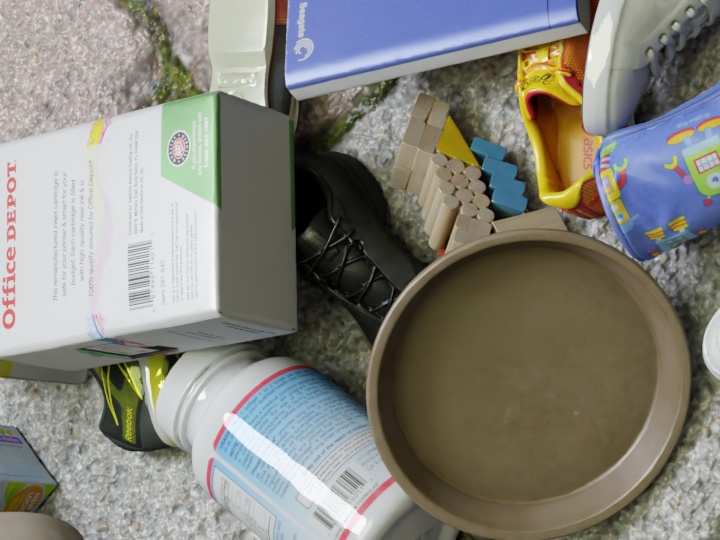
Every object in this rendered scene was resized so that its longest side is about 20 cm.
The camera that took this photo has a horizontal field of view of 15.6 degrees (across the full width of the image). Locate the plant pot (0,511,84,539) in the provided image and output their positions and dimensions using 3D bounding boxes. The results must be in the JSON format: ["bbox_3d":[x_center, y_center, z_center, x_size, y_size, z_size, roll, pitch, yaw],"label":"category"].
[{"bbox_3d":[-0.236,0.267,1.780,0.200,0.200,0.174,-28,53,26],"label":"plant pot"}]

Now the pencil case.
[{"bbox_3d":[0.231,-0.082,1.559,0.200,0.078,0.087,-28,105,19],"label":"pencil case"}]

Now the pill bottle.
[{"bbox_3d":[-0.037,0.125,1.700,0.200,0.109,0.109,37,104,30],"label":"pill bottle"}]

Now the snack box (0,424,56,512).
[{"bbox_3d":[-0.335,0.195,1.845,0.200,0.168,0.068,-48,63,17],"label":"snack box"}]

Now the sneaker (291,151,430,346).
[{"bbox_3d":[0.000,0.000,1.704,0.076,0.091,0.200,-49,63,16],"label":"sneaker"}]

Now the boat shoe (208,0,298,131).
[{"bbox_3d":[-0.073,-0.105,1.779,0.071,0.063,0.201,4,86,31],"label":"boat shoe"}]

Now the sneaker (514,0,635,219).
[{"bbox_3d":[0.129,-0.132,1.646,0.073,0.077,0.201,-21,71,30],"label":"sneaker"}]

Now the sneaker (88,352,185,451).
[{"bbox_3d":[-0.160,0.031,1.810,0.084,0.074,0.201,-18,75,30],"label":"sneaker"}]

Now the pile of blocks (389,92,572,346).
[{"bbox_3d":[0.079,-0.020,1.683,0.062,0.082,0.200,108,145,-53],"label":"pile of blocks"}]

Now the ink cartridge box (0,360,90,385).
[{"bbox_3d":[-0.267,-0.004,1.809,0.083,0.200,0.146,11,90,36],"label":"ink cartridge box"}]

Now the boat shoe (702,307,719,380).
[{"bbox_3d":[0.277,0.013,1.527,0.201,0.086,0.075,-23,72,28],"label":"boat shoe"}]

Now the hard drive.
[{"bbox_3d":[0.048,-0.189,1.669,0.199,0.025,0.132,-11,60,24],"label":"hard drive"}]

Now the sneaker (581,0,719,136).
[{"bbox_3d":[0.196,-0.168,1.592,0.084,0.073,0.201,20,79,17],"label":"sneaker"}]

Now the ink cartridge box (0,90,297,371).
[{"bbox_3d":[-0.143,-0.021,1.705,0.199,0.084,0.145,-11,74,36],"label":"ink cartridge box"}]

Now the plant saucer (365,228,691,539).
[{"bbox_3d":[0.101,0.068,1.603,0.199,0.029,0.201,-1,106,-4],"label":"plant saucer"}]
